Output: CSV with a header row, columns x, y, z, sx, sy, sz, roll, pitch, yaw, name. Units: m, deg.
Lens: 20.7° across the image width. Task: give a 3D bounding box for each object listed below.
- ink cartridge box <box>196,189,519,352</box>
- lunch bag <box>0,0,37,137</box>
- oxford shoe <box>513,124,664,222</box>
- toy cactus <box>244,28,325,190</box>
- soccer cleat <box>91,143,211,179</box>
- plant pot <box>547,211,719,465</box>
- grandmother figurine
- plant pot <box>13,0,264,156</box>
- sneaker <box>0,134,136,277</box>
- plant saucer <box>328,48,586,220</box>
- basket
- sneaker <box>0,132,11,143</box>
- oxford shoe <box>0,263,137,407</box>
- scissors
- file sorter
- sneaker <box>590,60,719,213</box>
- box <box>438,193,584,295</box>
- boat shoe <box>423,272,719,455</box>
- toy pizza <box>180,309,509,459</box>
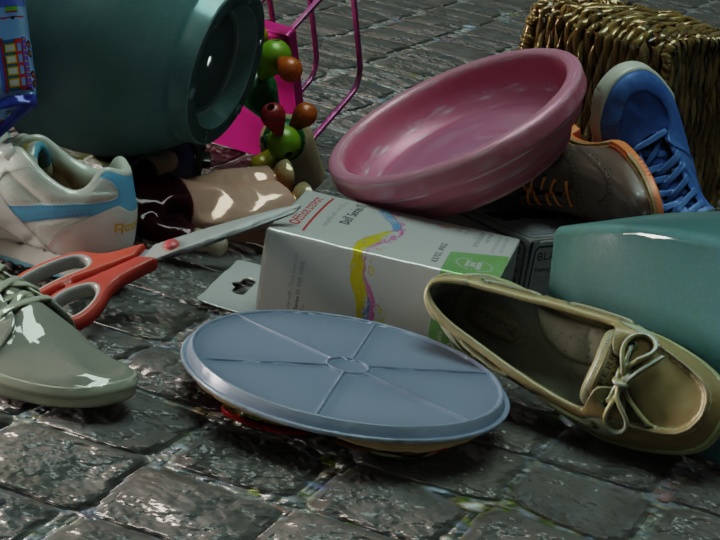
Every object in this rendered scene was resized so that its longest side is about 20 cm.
x,y,z,sx,sy,sz,roll,pitch,yaw,name
0.000,0.000,1.342,0.198,0.068,0.117,13,17,8,ink cartridge box
-0.285,-0.163,1.377,0.093,0.152,0.200,-8,-6,-13,lunch bag
0.154,-0.059,1.447,0.072,0.072,0.200,-19,23,-19,oxford shoe
-0.080,-0.123,1.587,0.102,0.166,0.200,-37,40,-8,toy cactus
-0.177,-0.101,1.576,0.083,0.065,0.200,1,19,-19,soccer cleat
0.222,0.033,1.263,0.199,0.143,0.140,15,16,42,plant pot
-0.133,-0.045,1.436,0.198,0.061,0.121,-3,26,-30,grandmother figurine
-0.153,-0.169,1.448,0.133,0.202,0.200,20,19,17,plant pot
-0.244,-0.053,1.327,0.198,0.082,0.077,11,18,6,sneaker
0.075,-0.095,1.441,0.199,0.051,0.201,-22,21,9,plant saucer
0.213,-0.116,1.610,0.148,0.202,0.142,22,22,37,basket
-0.349,-0.107,1.467,0.198,0.082,0.076,-2,18,-37,sneaker
-0.210,0.029,1.149,0.199,0.058,0.075,23,19,33,oxford shoe
-0.136,-0.014,1.276,0.199,0.014,0.073,-30,39,-26,scissors
-0.111,-0.205,1.747,0.198,0.140,0.126,18,46,24,file sorter
0.236,-0.054,1.464,0.076,0.201,0.111,-25,32,-14,sneaker
0.099,-0.029,1.506,0.116,0.061,0.199,-5,22,-41,box
0.129,0.053,1.197,0.200,0.074,0.063,29,4,30,boat shoe
-0.010,0.070,1.173,0.198,0.032,0.200,10,16,-3,toy pizza
